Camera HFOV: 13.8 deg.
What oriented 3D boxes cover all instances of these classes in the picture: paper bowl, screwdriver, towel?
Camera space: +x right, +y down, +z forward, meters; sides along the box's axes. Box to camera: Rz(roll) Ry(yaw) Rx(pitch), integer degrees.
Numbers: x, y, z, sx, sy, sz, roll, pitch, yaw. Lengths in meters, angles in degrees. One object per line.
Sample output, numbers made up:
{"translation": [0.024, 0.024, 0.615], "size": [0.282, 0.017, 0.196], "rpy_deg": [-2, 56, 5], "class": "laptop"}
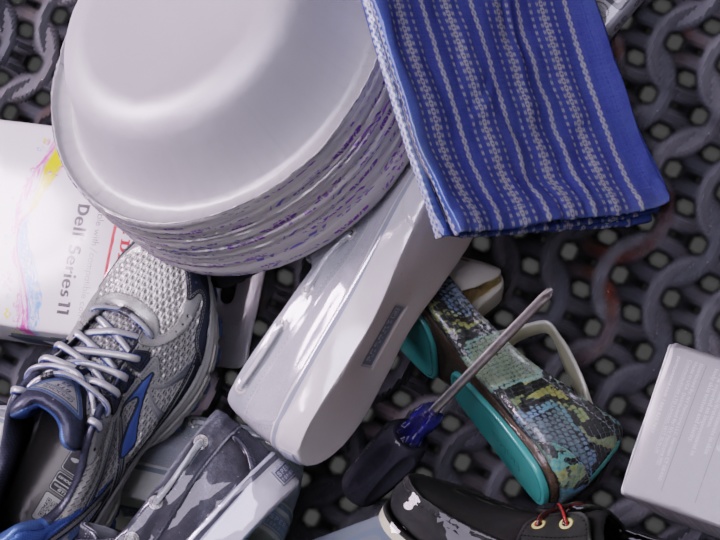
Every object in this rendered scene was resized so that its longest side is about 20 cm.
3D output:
{"translation": [-0.068, -0.107, 1.503], "size": [0.201, 0.104, 0.201], "rpy_deg": [-16, 55, 24], "class": "paper bowl"}
{"translation": [0.048, 0.062, 1.511], "size": [0.200, 0.029, 0.028], "rpy_deg": [-47, 69, 40], "class": "screwdriver"}
{"translation": [0.080, -0.088, 1.493], "size": [0.024, 0.200, 0.145], "rpy_deg": [-24, 80, 35], "class": "towel"}

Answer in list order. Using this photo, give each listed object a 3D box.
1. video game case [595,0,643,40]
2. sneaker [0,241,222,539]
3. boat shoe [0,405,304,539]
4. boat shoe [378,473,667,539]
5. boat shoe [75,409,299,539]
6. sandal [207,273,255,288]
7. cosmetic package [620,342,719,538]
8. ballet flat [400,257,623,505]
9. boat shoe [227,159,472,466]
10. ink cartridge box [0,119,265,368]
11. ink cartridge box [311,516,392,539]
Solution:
{"translation": [0.115, -0.204, 1.612], "size": [0.143, 0.018, 0.200], "rpy_deg": [42, 93, 24], "class": "video game case"}
{"translation": [-0.137, 0.068, 1.527], "size": [0.077, 0.085, 0.200], "rpy_deg": [21, 82, 21], "class": "sneaker"}
{"translation": [-0.120, 0.097, 1.604], "size": [0.201, 0.070, 0.072], "rpy_deg": [12, 63, 23], "class": "boat shoe"}
{"translation": [0.108, 0.143, 1.481], "size": [0.201, 0.074, 0.063], "rpy_deg": [23, 113, 11], "class": "boat shoe"}
{"translation": [-0.121, 0.156, 1.504], "size": [0.068, 0.072, 0.200], "rpy_deg": [43, 93, 4], "class": "boat shoe"}
{"translation": [-0.005, -0.059, 1.566], "size": [0.200, 0.075, 0.045], "rpy_deg": [-30, 111, 2], "class": "sandal"}
{"translation": [0.239, 0.109, 1.441], "size": [0.200, 0.107, 0.090], "rpy_deg": [16, 83, 21], "class": "cosmetic package"}
{"translation": [0.063, 0.037, 1.554], "size": [0.074, 0.074, 0.200], "rpy_deg": [-43, 68, 6], "class": "ballet flat"}
{"translation": [0.000, 0.000, 1.512], "size": [0.068, 0.072, 0.200], "rpy_deg": [32, 99, 26], "class": "boat shoe"}
{"translation": [-0.153, -0.016, 1.636], "size": [0.200, 0.067, 0.117], "rpy_deg": [7, 80, 21], "class": "ink cartridge box"}
{"translation": [-0.032, 0.210, 1.483], "size": [0.160, 0.047, 0.200], "rpy_deg": [-21, 27, 14], "class": "ink cartridge box"}
